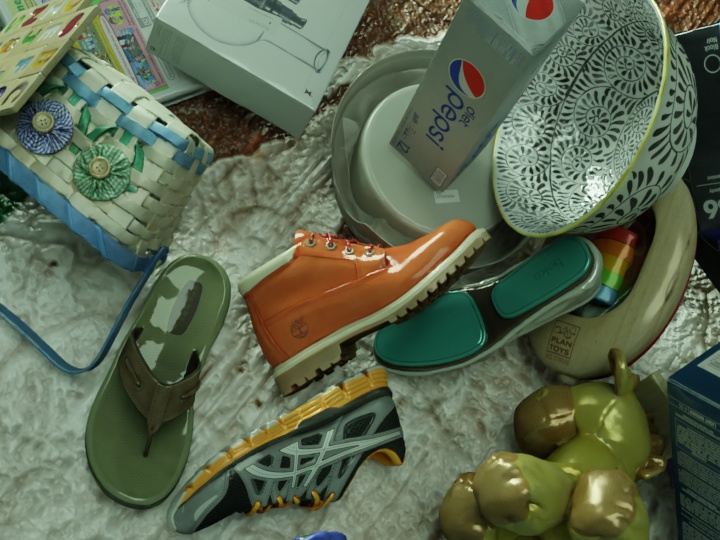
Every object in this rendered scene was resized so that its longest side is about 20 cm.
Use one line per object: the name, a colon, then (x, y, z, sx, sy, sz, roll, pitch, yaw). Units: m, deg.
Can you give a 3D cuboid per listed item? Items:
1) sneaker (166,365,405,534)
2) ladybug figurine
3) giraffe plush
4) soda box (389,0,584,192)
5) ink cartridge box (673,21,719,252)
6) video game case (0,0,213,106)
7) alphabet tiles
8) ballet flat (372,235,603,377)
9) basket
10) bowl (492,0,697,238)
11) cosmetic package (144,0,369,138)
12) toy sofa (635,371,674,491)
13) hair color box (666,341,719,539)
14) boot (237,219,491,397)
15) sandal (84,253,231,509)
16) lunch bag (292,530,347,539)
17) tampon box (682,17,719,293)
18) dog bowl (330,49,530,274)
sneaker: (-0.049, 0.144, 0.780, 0.198, 0.078, 0.078, -26, 86, -21)
ladybug figurine: (0.212, 0.007, 0.883, 0.072, 0.135, 0.202, 38, 76, -43)
giraffe plush: (0.166, 0.149, 0.798, 0.197, 0.173, 0.164, 22, 54, -10)
soda box: (0.088, -0.143, 0.795, 0.063, 0.200, 0.068, 42, 63, 6)
ink cartridge box: (0.308, -0.097, 0.836, 0.039, 0.098, 0.204, -23, 102, -49)
video game case: (-0.215, -0.224, 0.911, 0.180, 0.022, 0.202, -24, 77, -22)
alphabet tiles: (-0.269, -0.143, 0.780, 0.006, 0.198, 0.168, 49, 59, -32)
ballet flat: (0.106, 0.039, 0.850, 0.198, 0.069, 0.070, -27, 73, 15)
basket: (-0.219, -0.051, 0.786, 0.175, 0.139, 0.202, 34, 98, 3)
bowl: (0.198, -0.108, 0.829, 0.093, 0.200, 0.204, 18, 64, -24)
cosmetic package: (-0.075, -0.234, 0.920, 0.149, 0.052, 0.202, 29, 58, -11)
toy sofa: (0.318, 0.094, 0.892, 0.198, 0.083, 0.098, -28, 77, -23)
hair color box: (0.292, 0.151, 0.807, 0.099, 0.203, 0.060, -27, 33, -23)
boot: (0.000, 0.000, 0.814, 0.198, 0.075, 0.108, -31, 80, 3)
sandal: (-0.150, 0.073, 0.789, 0.078, 0.057, 0.204, 17, 65, -8)
lunch bag: (-0.024, 0.262, 0.668, 0.125, 0.200, 0.173, -16, 74, -20)
tampon box: (0.338, -0.101, 0.919, 0.125, 0.150, 0.201, -24, 74, -49)
dog bowl: (0.064, -0.086, 0.910, 0.196, 0.059, 0.204, 5, 68, -12)
